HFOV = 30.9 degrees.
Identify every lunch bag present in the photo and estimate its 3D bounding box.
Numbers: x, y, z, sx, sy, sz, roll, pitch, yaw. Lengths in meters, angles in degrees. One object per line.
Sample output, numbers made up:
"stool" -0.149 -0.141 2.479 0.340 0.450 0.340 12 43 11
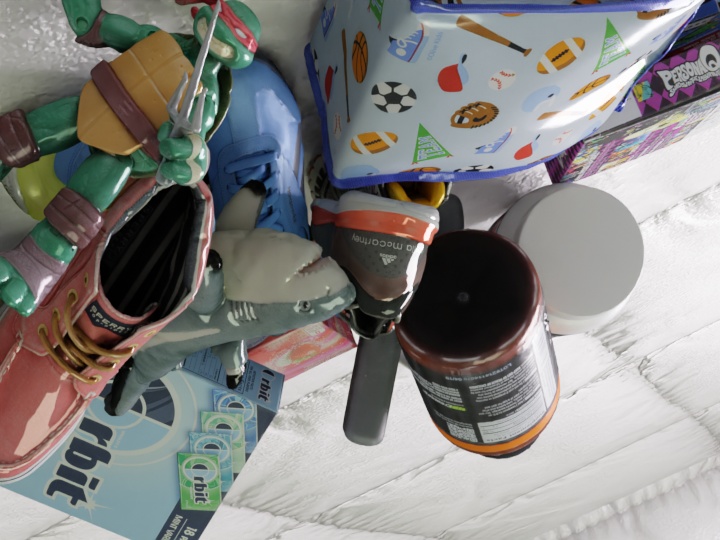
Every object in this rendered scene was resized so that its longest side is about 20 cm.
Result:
"lunch bag" 0.085 -0.138 0.727 0.197 0.126 0.170 -3 155 -18

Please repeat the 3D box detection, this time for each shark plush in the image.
"shark plush" -0.095 0.041 0.766 0.200 0.083 0.091 -42 -165 22

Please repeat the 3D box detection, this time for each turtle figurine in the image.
"turtle figurine" -0.111 -0.080 0.616 0.200 0.150 0.101 -42 152 3

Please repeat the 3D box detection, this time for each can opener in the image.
"can opener" 0.036 0.036 1.003 0.066 0.204 0.053 11 179 -3

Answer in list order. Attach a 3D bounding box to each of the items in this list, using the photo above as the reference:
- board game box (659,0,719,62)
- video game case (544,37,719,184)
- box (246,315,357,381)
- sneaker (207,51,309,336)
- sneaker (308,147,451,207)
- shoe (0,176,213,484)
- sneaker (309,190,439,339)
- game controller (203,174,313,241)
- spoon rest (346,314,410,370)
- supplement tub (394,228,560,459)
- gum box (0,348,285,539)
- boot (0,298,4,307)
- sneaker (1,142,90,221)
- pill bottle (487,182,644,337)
"board game box" 0.262 -0.185 0.917 0.198 0.020 0.103 -24 159 7
"video game case" 0.226 -0.121 0.941 0.179 0.036 0.200 -23 174 1
"box" -0.116 0.046 0.987 0.198 0.104 0.095 -27 157 10
"sneaker" -0.061 -0.042 0.811 0.065 0.079 0.202 -10 136 -6
"sneaker" 0.016 -0.063 0.885 0.077 0.083 0.201 -14 157 -17
"shoe" -0.148 0.028 0.689 0.071 0.202 0.091 34 173 -21
"sneaker" 0.000 0.000 0.816 0.076 0.083 0.200 9 177 -2
"game controller" -0.132 -0.006 0.901 0.198 0.042 0.105 -24 123 7
"spoon rest" 0.024 0.049 1.069 0.197 0.062 0.099 13 174 17
"supplement tub" 0.088 0.064 0.938 0.105 0.108 0.201 -21 147 1
"gum box" -0.176 0.102 0.906 0.198 0.045 0.171 25 123 -11
"boot" -0.299 0.079 0.795 0.201 0.074 0.154 -6 -153 32
"sneaker" -0.130 -0.036 0.796 0.104 0.076 0.200 -30 145 6
"pill bottle" 0.156 -0.007 1.029 0.114 0.118 0.200 -20 176 -2
